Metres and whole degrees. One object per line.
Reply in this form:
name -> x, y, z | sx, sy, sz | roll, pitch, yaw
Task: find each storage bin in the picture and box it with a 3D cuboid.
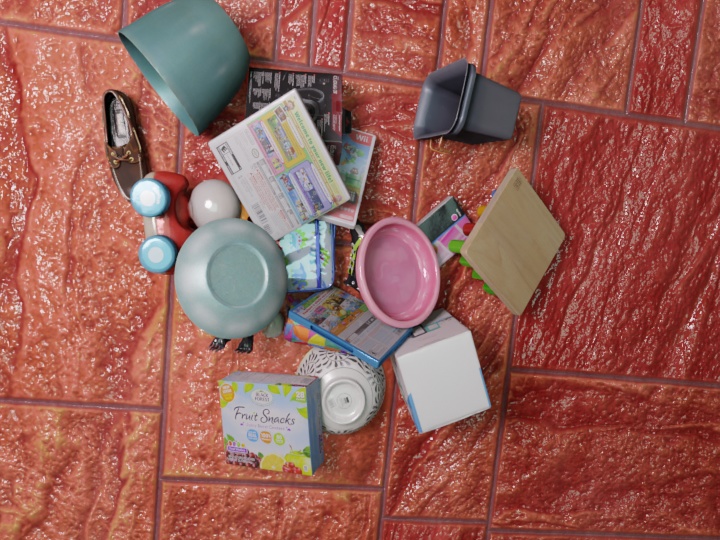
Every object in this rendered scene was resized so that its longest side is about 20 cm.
storage bin -> 0.198, -0.286, 0.996 | 0.130, 0.200, 0.151 | 11, 96, -17

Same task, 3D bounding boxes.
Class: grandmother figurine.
grandmother figurine -> -0.233, 0.066, 1.050 | 0.197, 0.061, 0.122 | 34, 119, -12

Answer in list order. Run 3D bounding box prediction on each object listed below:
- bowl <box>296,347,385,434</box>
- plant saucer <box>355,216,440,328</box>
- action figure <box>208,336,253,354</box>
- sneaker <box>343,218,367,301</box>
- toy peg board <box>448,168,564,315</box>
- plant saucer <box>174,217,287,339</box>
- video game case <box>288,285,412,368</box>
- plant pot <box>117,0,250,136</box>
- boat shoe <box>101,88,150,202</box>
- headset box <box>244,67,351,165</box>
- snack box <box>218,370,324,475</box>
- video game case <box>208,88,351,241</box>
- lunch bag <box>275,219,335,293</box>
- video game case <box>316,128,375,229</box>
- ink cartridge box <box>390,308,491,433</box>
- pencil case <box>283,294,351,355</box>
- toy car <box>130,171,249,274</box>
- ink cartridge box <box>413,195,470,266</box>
bowl -> -0.037, 0.247, 1.072 | 0.193, 0.094, 0.209 | -1, 96, -7
plant saucer -> 0.066, 0.006, 1.010 | 0.195, 0.050, 0.209 | 7, 78, -34
action figure -> -0.218, 0.053, 0.967 | 0.115, 0.102, 0.207 | 11, 107, -3
sneaker -> 0.000, 0.000, 1.060 | 0.080, 0.072, 0.206 | -19, 98, -1
toy peg board -> 0.282, -0.057, 1.068 | 0.200, 0.097, 0.202 | 42, 74, -28
plant saucer -> -0.209, 0.010, 0.897 | 0.195, 0.038, 0.209 | 4, 83, -28
video game case -> -0.017, 0.096, 0.990 | 0.196, 0.142, 0.018 | 26, 121, 22
plant pot -> -0.287, -0.368, 0.926 | 0.160, 0.200, 0.202 | -42, 99, -10
boat shoe -> -0.438, -0.225, 0.983 | 0.068, 0.070, 0.208 | -11, 99, -6
headset box -> -0.111, -0.282, 0.983 | 0.192, 0.078, 0.154 | 2, 69, -8
snack box -> -0.173, 0.291, 1.036 | 0.193, 0.067, 0.175 | 0, 98, 20
video game case -> -0.137, -0.172, 0.921 | 0.178, 0.022, 0.204 | -26, 107, 12
lunch bag -> -0.122, -0.062, 1.035 | 0.155, 0.082, 0.208 | -1, 98, -10
video game case -> -0.056, -0.187, 1.006 | 0.138, 0.018, 0.206 | 15, 66, -3
ink cartridge box -> 0.139, 0.183, 1.032 | 0.141, 0.200, 0.152 | -18, 98, -3
pencil case -> -0.058, 0.112, 1.050 | 0.193, 0.088, 0.092 | 15, 95, -2
toy car -> -0.283, -0.091, 0.959 | 0.192, 0.184, 0.184 | -6, 98, -7
ink cartridge box -> 0.136, -0.051, 1.090 | 0.198, 0.037, 0.096 | -39, 100, 1
